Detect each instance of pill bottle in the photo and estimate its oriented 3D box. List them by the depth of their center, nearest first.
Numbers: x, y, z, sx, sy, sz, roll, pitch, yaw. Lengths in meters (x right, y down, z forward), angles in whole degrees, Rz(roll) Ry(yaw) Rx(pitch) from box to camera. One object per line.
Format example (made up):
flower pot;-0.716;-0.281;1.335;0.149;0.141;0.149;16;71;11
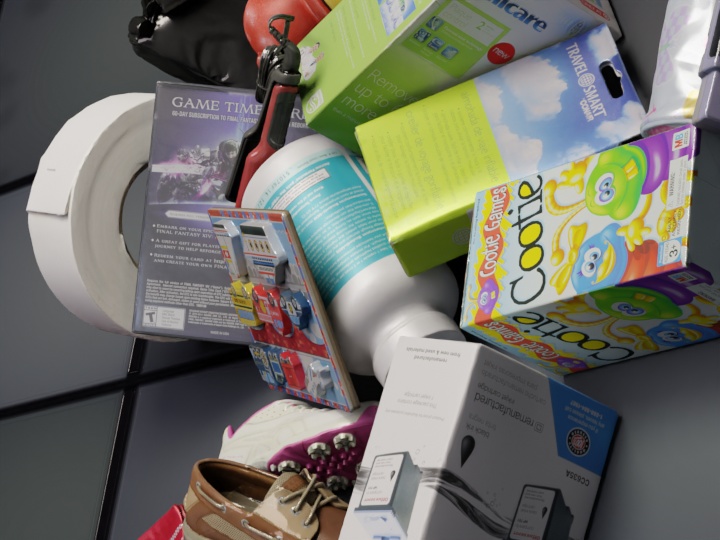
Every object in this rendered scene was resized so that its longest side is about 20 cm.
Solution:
pill bottle;0.000;0.000;1.706;0.111;0.110;0.200;-49;53;20

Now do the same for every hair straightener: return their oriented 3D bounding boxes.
hair straightener;-0.075;-0.121;1.747;0.201;0.041;0.077;100;162;-44

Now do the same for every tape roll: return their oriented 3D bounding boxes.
tape roll;-0.169;-0.044;1.887;0.071;0.202;0.204;8;76;53

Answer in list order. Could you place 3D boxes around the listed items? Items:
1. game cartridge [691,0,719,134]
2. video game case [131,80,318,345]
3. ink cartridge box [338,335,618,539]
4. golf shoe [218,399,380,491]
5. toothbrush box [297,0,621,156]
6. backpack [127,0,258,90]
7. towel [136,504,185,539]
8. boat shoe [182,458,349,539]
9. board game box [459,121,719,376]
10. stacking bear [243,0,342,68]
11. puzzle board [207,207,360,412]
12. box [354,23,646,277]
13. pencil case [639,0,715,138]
game cartridge;0.287;-0.167;1.449;0.038;0.129;0.202;153;133;-71
video game case;-0.101;-0.043;1.829;0.019;0.142;0.202;5;-89;-86
ink cartridge box;0.071;0.162;1.508;0.086;0.146;0.202;1;71;49
golf shoe;-0.047;0.127;1.743;0.199;0.075;0.092;-29;45;38
toothbrush box;0.068;-0.167;1.708;0.200;0.145;0.086;-42;41;27
backpack;-0.089;-0.241;1.888;0.201;0.166;0.126;-66;15;-7
towel;-0.168;0.301;1.834;0.144;0.022;0.201;-41;42;30
boat shoe;-0.048;0.183;1.659;0.199;0.076;0.072;10;116;29
board game box;0.174;-0.010;1.517;0.199;0.104;0.104;-17;57;46
stacking bear;-0.003;-0.226;1.770;0.199;0.114;0.122;-37;44;18
puzzle board;-0.064;0.027;1.717;0.152;0.017;0.200;70;162;-9
box;0.104;-0.087;1.644;0.199;0.048;0.122;-22;47;6
pencil case;0.246;-0.170;1.537;0.091;0.083;0.202;157;129;-70
